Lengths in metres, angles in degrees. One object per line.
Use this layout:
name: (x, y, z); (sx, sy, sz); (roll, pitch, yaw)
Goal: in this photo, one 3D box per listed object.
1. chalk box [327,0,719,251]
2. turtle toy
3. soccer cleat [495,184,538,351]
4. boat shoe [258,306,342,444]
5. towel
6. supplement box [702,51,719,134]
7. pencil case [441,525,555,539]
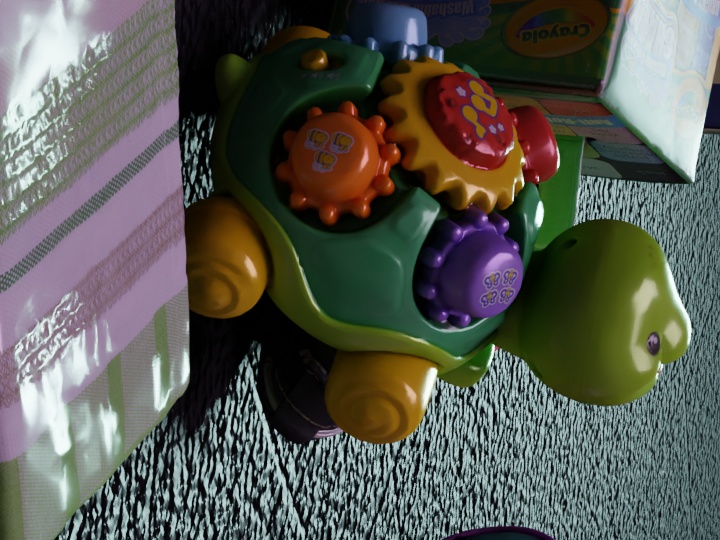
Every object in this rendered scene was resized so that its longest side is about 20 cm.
chalk box: (0.071, -0.109, 1.088); (0.124, 0.124, 0.201); (34, 66, -62)
turtle toy: (0.028, -0.017, 0.984); (0.200, 0.101, 0.146); (39, 40, -16)
soccer cleat: (0.061, 0.006, 1.296); (0.200, 0.068, 0.073); (-65, 157, -59)
boat shoe: (0.000, 0.000, 1.109); (0.068, 0.072, 0.200); (-53, -171, 28)
towel: (-0.092, -0.027, 0.823); (0.149, 0.031, 0.201); (-48, 140, -63)
supplement box: (0.149, -0.165, 1.276); (0.134, 0.199, 0.201); (-125, -143, -86)
pencil case: (0.063, 0.226, 1.297); (0.092, 0.085, 0.201); (-125, -151, -67)
